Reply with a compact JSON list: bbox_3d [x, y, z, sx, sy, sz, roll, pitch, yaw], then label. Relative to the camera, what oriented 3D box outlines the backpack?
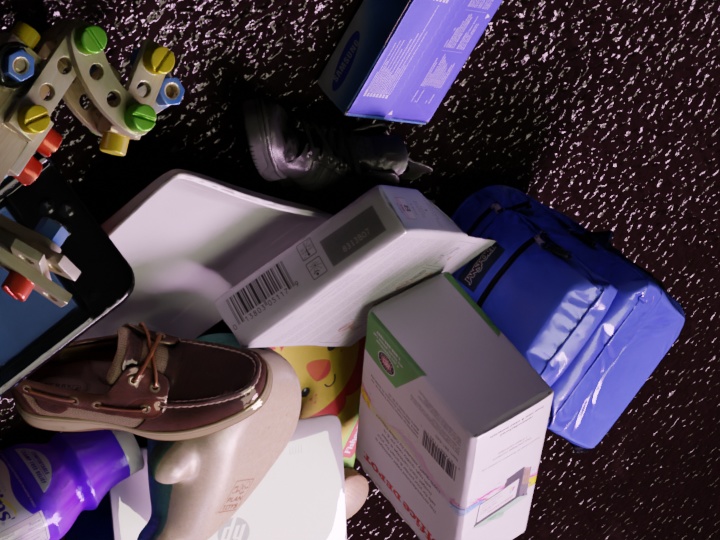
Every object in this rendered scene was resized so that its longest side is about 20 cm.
[{"bbox_3d":[0.144,0.019,1.714,0.163,0.200,0.168,-50,143,-1],"label":"backpack"}]

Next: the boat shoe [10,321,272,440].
[{"bbox_3d":[-0.166,0.076,1.505,0.198,0.073,0.072,0,148,10],"label":"boat shoe"}]

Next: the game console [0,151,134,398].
[{"bbox_3d":[-0.273,-0.003,1.330,0.199,0.173,0.119,-37,174,-5],"label":"game console"}]

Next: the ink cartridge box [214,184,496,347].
[{"bbox_3d":[0.000,0.000,1.584,0.162,0.057,0.200,-35,170,19],"label":"ink cartridge box"}]

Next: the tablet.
[{"bbox_3d":[-0.107,0.194,1.687,0.198,0.014,0.131,-9,110,-17],"label":"tablet"}]

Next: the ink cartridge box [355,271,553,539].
[{"bbox_3d":[0.071,0.125,1.652,0.084,0.145,0.201,-26,147,-23],"label":"ink cartridge box"}]

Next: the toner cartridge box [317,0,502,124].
[{"bbox_3d":[0.056,-0.202,1.500,0.095,0.043,0.201,3,127,-46],"label":"toner cartridge box"}]

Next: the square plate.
[{"bbox_3d":[-0.141,-0.006,1.503,0.199,0.029,0.197,-36,153,25],"label":"square plate"}]

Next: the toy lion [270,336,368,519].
[{"bbox_3d":[-0.044,0.104,1.726,0.191,0.069,0.201,15,105,-47],"label":"toy lion"}]

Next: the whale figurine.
[{"bbox_3d":[-0.130,0.141,1.603,0.159,0.103,0.201,-1,120,-64],"label":"whale figurine"}]

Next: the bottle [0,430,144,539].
[{"bbox_3d":[-0.263,0.178,1.582,0.199,0.084,0.066,-27,144,-20],"label":"bottle"}]

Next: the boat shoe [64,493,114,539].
[{"bbox_3d":[-0.159,0.220,1.741,0.199,0.084,0.069,-15,129,-31],"label":"boat shoe"}]

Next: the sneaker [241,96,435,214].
[{"bbox_3d":[-0.014,-0.086,1.523,0.103,0.061,0.200,-14,156,10],"label":"sneaker"}]

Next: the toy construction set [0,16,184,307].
[{"bbox_3d":[-0.196,-0.077,1.283,0.131,0.092,0.201,40,57,-29],"label":"toy construction set"}]
